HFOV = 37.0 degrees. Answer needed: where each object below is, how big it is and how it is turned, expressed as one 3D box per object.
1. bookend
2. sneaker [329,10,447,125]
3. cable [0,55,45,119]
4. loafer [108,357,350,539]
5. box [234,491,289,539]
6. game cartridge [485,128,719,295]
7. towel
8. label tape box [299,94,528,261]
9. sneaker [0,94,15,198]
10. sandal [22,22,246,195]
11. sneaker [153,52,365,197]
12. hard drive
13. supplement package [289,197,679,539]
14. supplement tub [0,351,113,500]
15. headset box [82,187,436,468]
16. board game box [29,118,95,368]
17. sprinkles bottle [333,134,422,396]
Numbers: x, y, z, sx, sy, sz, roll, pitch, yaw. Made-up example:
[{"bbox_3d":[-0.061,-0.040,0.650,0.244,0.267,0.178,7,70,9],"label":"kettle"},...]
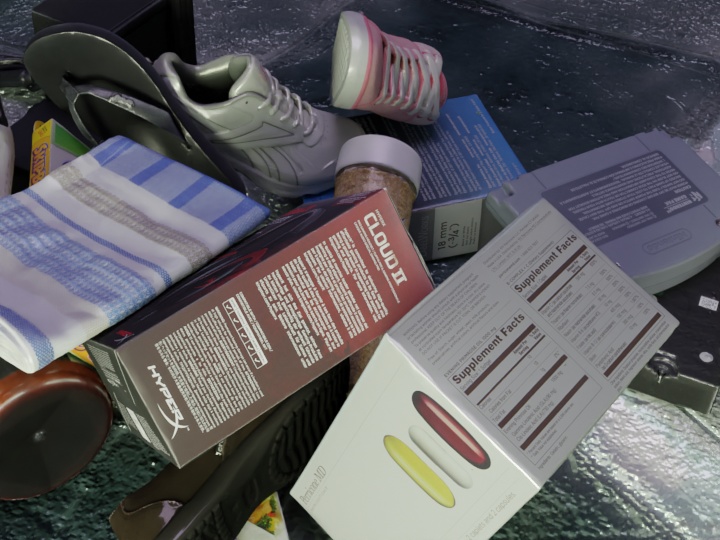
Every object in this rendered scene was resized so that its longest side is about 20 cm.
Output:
[{"bbox_3d":[-0.224,-0.127,0.882,0.091,0.203,0.199,21,44,19],"label":"bookend"},{"bbox_3d":[0.027,-0.164,0.889,0.102,0.077,0.200,7,5,-3],"label":"sneaker"},{"bbox_3d":[-0.361,-0.166,1.027,0.161,0.051,0.200,-20,46,-24],"label":"cable"},{"bbox_3d":[-0.079,0.105,0.668,0.071,0.074,0.200,28,49,24],"label":"loafer"},{"bbox_3d":[-0.081,0.132,0.725,0.038,0.042,0.202,-9,43,-12],"label":"box"},{"bbox_3d":[0.215,-0.042,0.872,0.197,0.041,0.134,-19,52,-25],"label":"game cartridge"},{"bbox_3d":[-0.171,-0.020,0.663,0.145,0.024,0.199,26,43,29],"label":"towel"},{"bbox_3d":[0.035,-0.076,0.944,0.196,0.064,0.145,-11,44,-12],"label":"label tape box"},{"bbox_3d":[-0.273,-0.056,0.738,0.072,0.081,0.201,3,36,-22],"label":"sneaker"},{"bbox_3d":[-0.163,-0.104,0.796,0.200,0.076,0.043,42,32,-18],"label":"sandal"},{"bbox_3d":[-0.079,-0.121,0.848,0.196,0.100,0.079,5,50,-22],"label":"sneaker"},{"bbox_3d":[0.238,0.017,0.875,0.137,0.038,0.201,18,45,15],"label":"hard drive"},{"bbox_3d":[0.067,0.086,0.648,0.111,0.201,0.155,43,52,13],"label":"supplement package"},{"bbox_3d":[-0.258,0.054,0.749,0.106,0.108,0.200,-23,49,-27],"label":"supplement tub"},{"bbox_3d":[-0.058,0.023,0.649,0.198,0.076,0.148,-32,11,-19],"label":"headset box"},{"bbox_3d":[-0.192,-0.022,0.758,0.030,0.095,0.202,-32,44,16],"label":"board game box"},{"bbox_3d":[0.000,0.000,0.805,0.067,0.069,0.203,8,65,5],"label":"sprinkles bottle"}]
